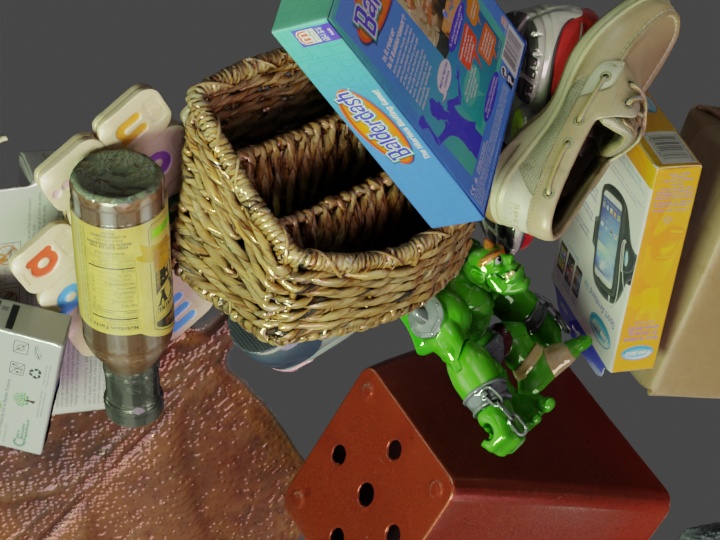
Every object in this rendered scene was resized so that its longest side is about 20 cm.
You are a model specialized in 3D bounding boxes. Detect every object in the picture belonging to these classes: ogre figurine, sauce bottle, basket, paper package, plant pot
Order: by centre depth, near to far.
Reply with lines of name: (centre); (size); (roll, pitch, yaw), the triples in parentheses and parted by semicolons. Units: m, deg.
basket: (-0.010, -0.058, 1.632); (0.199, 0.143, 0.150); (-24, 137, -39)
sauce bottle: (-0.154, 0.016, 1.635); (0.064, 0.065, 0.201); (-11, 132, -13)
ogre figurine: (0.088, 0.046, 1.747); (0.120, 0.200, 0.098); (49, 134, -8)
plant pot: (0.066, 0.169, 1.815); (0.176, 0.200, 0.200); (9, 123, -41)
paper package: (0.304, -0.007, 1.859); (0.190, 0.104, 0.201); (4, 123, -25)

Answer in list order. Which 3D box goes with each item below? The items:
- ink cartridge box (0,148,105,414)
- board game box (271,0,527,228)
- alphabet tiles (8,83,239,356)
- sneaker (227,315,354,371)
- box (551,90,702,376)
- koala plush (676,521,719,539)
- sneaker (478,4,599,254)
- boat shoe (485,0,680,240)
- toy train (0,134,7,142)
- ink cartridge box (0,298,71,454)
ink cartridge box: (-0.226, 0.013, 1.706); (0.175, 0.045, 0.201); (-6, 127, -18)
board game box: (0.029, -0.147, 1.581); (0.045, 0.153, 0.200); (-9, 139, 32)
alphabet tiles: (-0.137, -0.037, 1.667); (0.195, 0.015, 0.200); (-42, 140, -7)
sneaker: (0.000, 0.000, 1.783); (0.200, 0.070, 0.082); (-33, 151, 5)
box: (0.186, -0.024, 1.790); (0.041, 0.119, 0.201); (-6, 128, -17)
koala plush: (0.235, 0.317, 2.027); (0.199, 0.184, 0.178); (4, 123, -22)
sneaker: (0.131, -0.095, 1.747); (0.085, 0.077, 0.201); (-10, 131, -26)
boat shoe: (0.162, -0.102, 1.676); (0.200, 0.065, 0.072); (-50, 143, -18)
toy train: (-0.338, -0.081, 1.577); (0.199, 0.085, 0.116); (-30, 117, 2)
ink cartridge box: (-0.296, 0.053, 1.650); (0.199, 0.039, 0.100); (14, 126, -5)
